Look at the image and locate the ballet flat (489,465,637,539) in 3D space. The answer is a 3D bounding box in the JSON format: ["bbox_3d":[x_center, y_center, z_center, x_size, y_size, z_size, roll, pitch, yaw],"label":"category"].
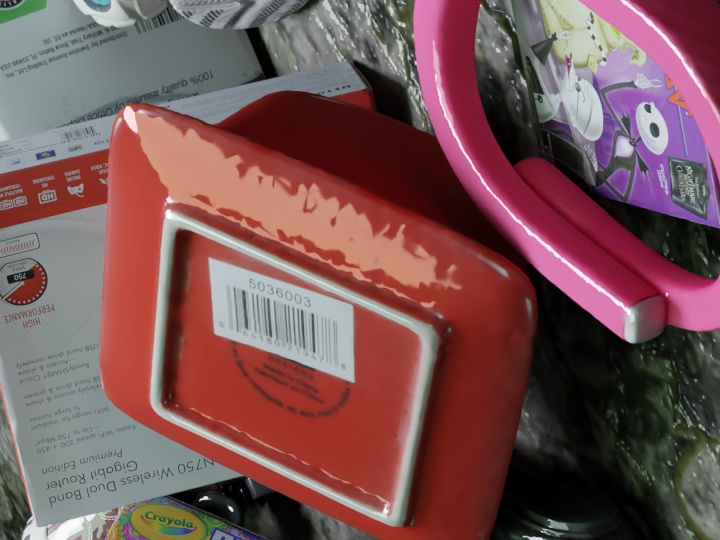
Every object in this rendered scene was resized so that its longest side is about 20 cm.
[{"bbox_3d":[0.055,0.116,1.211,0.200,0.066,0.057,20,120,56],"label":"ballet flat"}]

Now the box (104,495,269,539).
[{"bbox_3d":[-0.062,0.242,1.374,0.200,0.122,0.193,23,143,5],"label":"box"}]

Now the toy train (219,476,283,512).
[{"bbox_3d":[-0.096,0.130,1.559,0.200,0.034,0.046,-28,81,64],"label":"toy train"}]

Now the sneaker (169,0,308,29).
[{"bbox_3d":[-0.061,-0.198,1.204,0.200,0.077,0.112,89,174,-65],"label":"sneaker"}]

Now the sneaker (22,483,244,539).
[{"bbox_3d":[-0.087,0.179,1.491,0.115,0.200,0.076,-36,37,31],"label":"sneaker"}]

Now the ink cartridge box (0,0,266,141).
[{"bbox_3d":[-0.126,-0.078,1.324,0.200,0.146,0.083,68,158,2],"label":"ink cartridge box"}]

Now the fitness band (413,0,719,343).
[{"bbox_3d":[0.089,-0.058,0.987,0.200,0.037,0.144,42,143,39],"label":"fitness band"}]

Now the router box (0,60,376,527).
[{"bbox_3d":[-0.079,0.011,1.240,0.049,0.199,0.180,-122,19,-66],"label":"router box"}]

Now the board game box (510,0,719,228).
[{"bbox_3d":[0.095,-0.122,0.999,0.120,0.032,0.200,15,122,54],"label":"board game box"}]

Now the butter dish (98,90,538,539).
[{"bbox_3d":[0.000,0.000,1.147,0.200,0.148,0.200,24,138,15],"label":"butter dish"}]

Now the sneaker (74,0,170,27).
[{"bbox_3d":[-0.128,-0.218,1.259,0.080,0.077,0.200,63,-170,-70],"label":"sneaker"}]
